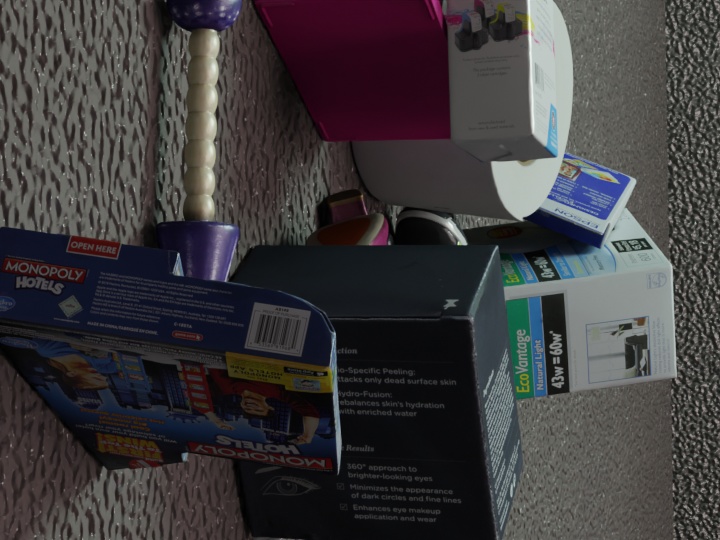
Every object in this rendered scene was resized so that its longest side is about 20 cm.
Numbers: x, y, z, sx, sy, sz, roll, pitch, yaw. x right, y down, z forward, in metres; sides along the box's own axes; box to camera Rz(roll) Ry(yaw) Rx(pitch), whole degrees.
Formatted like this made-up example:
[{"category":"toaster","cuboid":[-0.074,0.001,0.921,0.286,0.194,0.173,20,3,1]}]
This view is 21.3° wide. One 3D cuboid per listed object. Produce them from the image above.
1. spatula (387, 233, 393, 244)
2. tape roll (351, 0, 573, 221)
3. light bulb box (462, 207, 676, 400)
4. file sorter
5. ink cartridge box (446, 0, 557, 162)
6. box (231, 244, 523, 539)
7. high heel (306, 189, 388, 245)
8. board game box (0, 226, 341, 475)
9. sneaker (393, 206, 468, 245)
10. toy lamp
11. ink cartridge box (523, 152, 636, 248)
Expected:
[{"category":"spatula","cuboid":[0.023,0.066,1.761,0.057,0.020,0.201,-15,104,-78]},{"category":"tape roll","cuboid":[0.094,-0.154,1.732,0.203,0.139,0.204,-30,124,-58]},{"category":"light bulb box","cuboid":[0.198,0.033,1.938,0.198,0.199,0.125,-110,-166,-70]},{"category":"file sorter","cuboid":[0.018,-0.210,1.537,0.200,0.138,0.126,62,32,-58]},{"category":"ink cartridge box","cuboid":[0.110,-0.192,1.487,0.115,0.067,0.201,21,67,-74]},{"category":"box","cuboid":[0.010,0.092,1.426,0.118,0.196,0.201,-62,148,-58]},{"category":"high heel","cuboid":[0.000,0.000,1.555,0.200,0.067,0.097,-77,154,-73]},{"category":"board game box","cuboid":[-0.107,0.061,1.124,0.200,0.199,0.062,89,11,-62]},{"category":"sneaker","cuboid":[0.067,0.036,1.820,0.083,0.071,0.201,-61,148,-54]},{"category":"toy lamp","cuboid":[-0.108,-0.082,1.275,0.058,0.058,0.201,11,78,-73]},{"category":"ink cartridge box","cuboid":[0.166,-0.084,1.928,0.200,0.197,0.047,-47,157,-63]}]
